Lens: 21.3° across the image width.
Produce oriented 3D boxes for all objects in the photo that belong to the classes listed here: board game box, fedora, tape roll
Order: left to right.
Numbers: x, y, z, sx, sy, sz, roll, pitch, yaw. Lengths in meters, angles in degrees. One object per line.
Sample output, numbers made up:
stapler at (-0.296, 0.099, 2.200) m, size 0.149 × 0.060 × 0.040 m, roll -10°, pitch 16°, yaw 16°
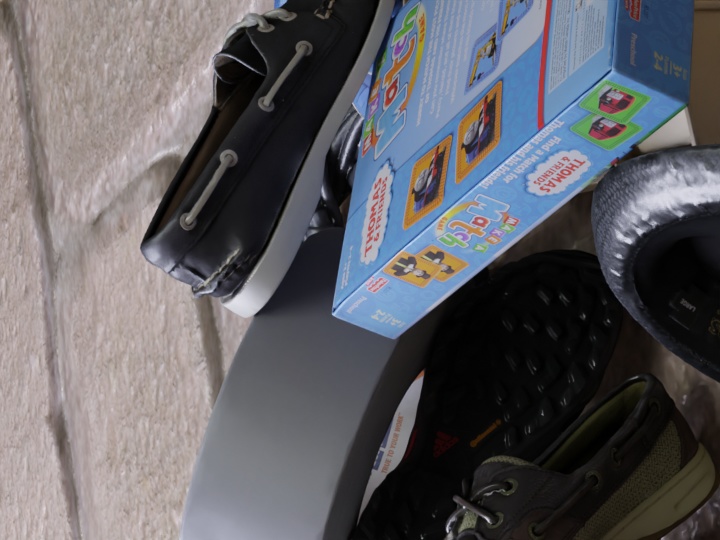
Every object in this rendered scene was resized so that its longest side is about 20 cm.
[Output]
tape roll at (-0.012, 0.082, 0.892) m, size 0.066 × 0.200 × 0.200 m, roll 18°, pitch 109°, yaw 14°
board game box at (0.058, -0.081, 0.745) m, size 0.200 × 0.037 × 0.151 m, roll -40°, pitch 34°, yaw 50°
fedora at (0.186, -0.015, 0.676) m, size 0.201 × 0.201 × 0.092 m, roll -16°, pitch 42°, yaw 57°

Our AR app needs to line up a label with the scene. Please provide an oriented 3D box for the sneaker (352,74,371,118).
sneaker at (-0.004, -0.140, 1.011) m, size 0.076 × 0.077 × 0.200 m, roll -45°, pitch 46°, yaw 20°

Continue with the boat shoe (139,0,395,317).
boat shoe at (-0.040, -0.078, 0.845) m, size 0.074 × 0.060 × 0.200 m, roll -22°, pitch 44°, yaw 62°

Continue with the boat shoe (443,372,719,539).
boat shoe at (0.065, 0.106, 0.788) m, size 0.073 × 0.200 × 0.065 m, roll -23°, pitch 95°, yaw 51°

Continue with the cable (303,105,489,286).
cable at (0.000, 0.000, 1.047) m, size 0.163 × 0.051 × 0.200 m, roll 60°, pitch 137°, yaw 41°

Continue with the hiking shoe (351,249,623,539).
hiking shoe at (0.057, 0.081, 0.886) m, size 0.200 × 0.076 × 0.101 m, roll -56°, pitch -16°, yaw -17°

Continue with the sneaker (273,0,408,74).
sneaker at (0.006, -0.194, 0.954) m, size 0.077 × 0.085 × 0.200 m, roll 79°, pitch -155°, yaw -63°

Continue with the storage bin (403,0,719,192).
storage bin at (0.110, -0.132, 0.834) m, size 0.200 × 0.094 × 0.199 m, roll -8°, pitch 82°, yaw 58°
